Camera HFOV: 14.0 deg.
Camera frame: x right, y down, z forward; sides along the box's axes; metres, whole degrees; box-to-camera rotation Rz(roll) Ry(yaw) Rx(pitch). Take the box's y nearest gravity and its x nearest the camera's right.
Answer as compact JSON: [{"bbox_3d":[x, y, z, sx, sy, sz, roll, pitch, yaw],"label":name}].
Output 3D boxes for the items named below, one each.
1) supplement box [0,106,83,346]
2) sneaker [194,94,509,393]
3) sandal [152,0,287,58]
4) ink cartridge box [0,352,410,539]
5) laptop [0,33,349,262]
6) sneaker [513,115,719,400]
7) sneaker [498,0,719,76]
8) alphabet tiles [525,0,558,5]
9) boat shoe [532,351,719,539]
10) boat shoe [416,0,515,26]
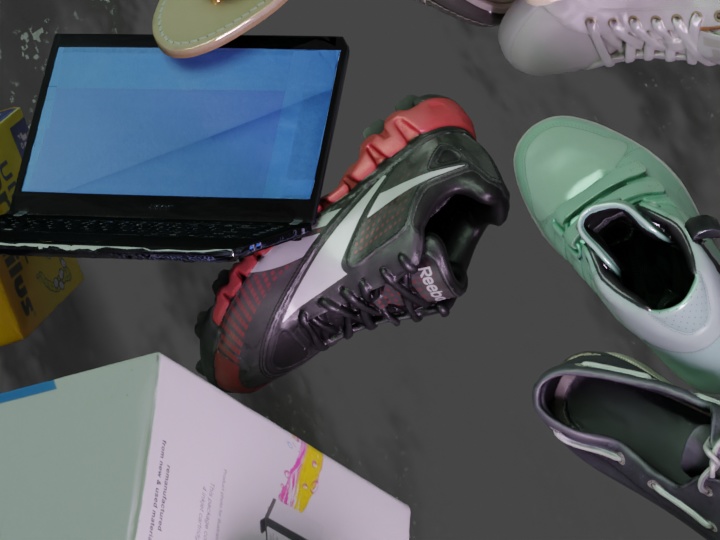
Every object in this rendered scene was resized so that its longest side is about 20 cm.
[{"bbox_3d":[-0.274,-0.003,1.635,0.199,0.109,0.110,-16,14,18],"label":"supplement box"},{"bbox_3d":[0.000,0.000,1.552,0.200,0.071,0.098,-43,52,-3],"label":"sneaker"},{"bbox_3d":[-0.041,-0.208,1.594,0.211,0.070,0.078,-37,46,-10],"label":"sandal"},{"bbox_3d":[-0.093,0.155,1.421,0.147,0.200,0.145,-15,56,35],"label":"ink cartridge box"},{"bbox_3d":[-0.116,-0.067,1.523,0.176,0.200,0.104,1,97,17],"label":"laptop"},{"bbox_3d":[0.130,-0.031,1.478,0.074,0.118,0.201,-41,53,2],"label":"sneaker"},{"bbox_3d":[0.169,-0.136,1.542,0.199,0.073,0.085,-21,55,13],"label":"sneaker"},{"bbox_3d":[0.116,-0.194,1.563,0.194,0.015,0.200,-18,28,-1],"label":"alphabet tiles"},{"bbox_3d":[0.167,0.097,1.411,0.199,0.063,0.073,28,100,29],"label":"boat shoe"},{"bbox_3d":[0.027,-0.190,1.658,0.067,0.057,0.200,-22,52,-31],"label":"boat shoe"}]
